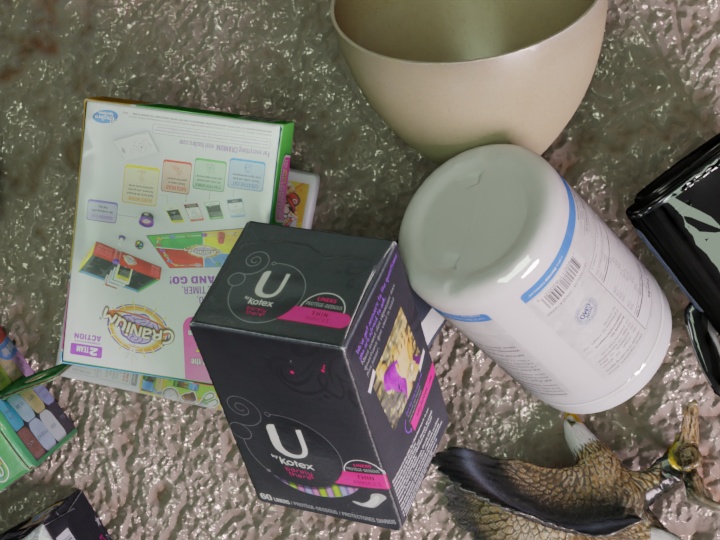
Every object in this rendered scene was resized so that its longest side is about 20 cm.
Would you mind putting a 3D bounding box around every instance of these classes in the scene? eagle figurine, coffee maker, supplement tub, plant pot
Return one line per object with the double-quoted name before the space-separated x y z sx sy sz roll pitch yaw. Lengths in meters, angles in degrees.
"eagle figurine" 0.163 0.170 1.510 0.200 0.151 0.152 -18 114 -2
"coffee maker" 0.302 -0.004 1.437 0.135 0.192 0.200 -39 94 -18
"supplement tub" 0.128 0.008 1.440 0.132 0.200 0.132 -17 54 26
"plant pot" 0.086 -0.150 1.460 0.200 0.200 0.135 -5 127 7

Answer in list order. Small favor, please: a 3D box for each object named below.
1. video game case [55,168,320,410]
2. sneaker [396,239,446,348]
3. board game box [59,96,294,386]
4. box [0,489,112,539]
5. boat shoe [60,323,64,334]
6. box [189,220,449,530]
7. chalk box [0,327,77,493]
"video game case" -0.138 0.004 1.575 0.182 0.023 0.200 12 98 5
"sneaker" 0.000 0.001 1.516 0.146 0.077 0.203 26 100 -13
"board game box" -0.137 -0.020 1.467 0.153 0.040 0.200 9 98 10
"box" -0.231 0.297 1.567 0.115 0.132 0.200 -31 92 8
"boat shoe" -0.174 -0.023 1.528 0.069 0.071 0.200 27 100 1
"box" -0.025 0.076 1.409 0.122 0.106 0.200 7 139 24
"chalk box" -0.314 0.122 1.555 0.200 0.125 0.124 -37 93 11
